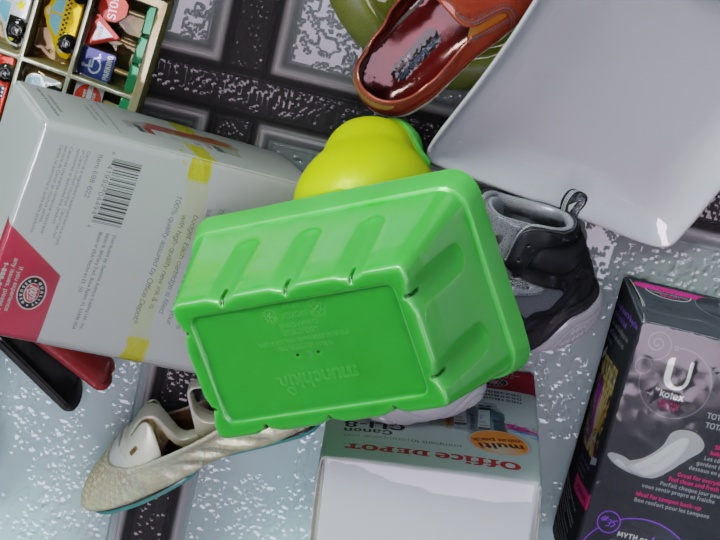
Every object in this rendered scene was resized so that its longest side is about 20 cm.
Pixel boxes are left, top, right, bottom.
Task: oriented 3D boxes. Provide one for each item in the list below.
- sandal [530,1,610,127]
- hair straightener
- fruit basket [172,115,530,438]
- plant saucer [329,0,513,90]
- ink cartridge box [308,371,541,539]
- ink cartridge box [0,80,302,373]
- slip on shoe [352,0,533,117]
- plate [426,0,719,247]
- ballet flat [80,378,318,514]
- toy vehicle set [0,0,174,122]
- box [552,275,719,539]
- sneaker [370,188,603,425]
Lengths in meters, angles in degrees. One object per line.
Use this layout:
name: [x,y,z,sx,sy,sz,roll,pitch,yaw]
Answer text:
sandal: [0.165,-0.170,1.329,0.075,0.045,0.201,3,119,-30]
hair straightener: [-0.266,0.033,1.417,0.200,0.041,0.077,38,126,-25]
fruit basket: [0.000,0.000,1.285,0.214,0.216,0.157,-17,108,8]
plant saucer: [0.069,-0.213,1.347,0.198,0.031,0.202,1,107,3]
ink cartridge box: [0.042,0.160,1.374,0.144,0.200,0.146,6,108,1]
ink cartridge box: [-0.147,-0.022,1.348,0.199,0.083,0.146,14,106,-29]
slip on shoe: [0.068,-0.175,1.307,0.074,0.061,0.200,45,105,4]
plate: [0.170,-0.116,1.325,0.198,0.032,0.200,18,129,-23]
ballet flat: [-0.117,0.106,1.429,0.199,0.068,0.063,-24,119,15]
toy vehicle set: [-0.211,-0.106,1.382,0.123,0.027,0.201,18,104,1]
box: [0.214,0.122,1.402,0.121,0.106,0.202,14,107,-3]
sneaker: [0.072,0.015,1.343,0.199,0.075,0.115,-26,131,-26]
